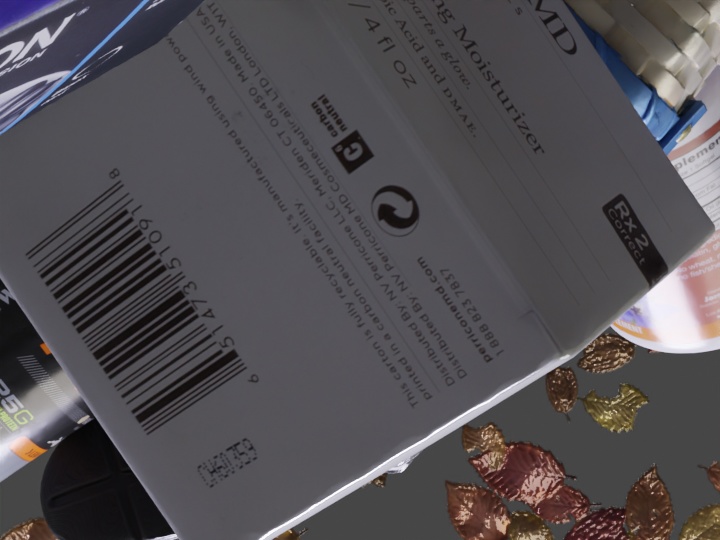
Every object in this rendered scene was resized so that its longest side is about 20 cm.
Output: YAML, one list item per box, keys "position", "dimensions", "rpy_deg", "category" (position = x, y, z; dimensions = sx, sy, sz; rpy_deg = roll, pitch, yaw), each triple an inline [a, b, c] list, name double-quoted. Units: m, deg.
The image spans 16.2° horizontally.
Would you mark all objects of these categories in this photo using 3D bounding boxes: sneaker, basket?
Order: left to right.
- position: [-0.042, 0.088, 1.180]
  dimensions: [0.200, 0.076, 0.115]
  rpy_deg: [-23, 155, 11]
  category: "sneaker"
- position: [0.066, -0.102, 1.009]
  dimensions: [0.200, 0.176, 0.139]
  rpy_deg: [-43, 171, 4]
  category: "basket"

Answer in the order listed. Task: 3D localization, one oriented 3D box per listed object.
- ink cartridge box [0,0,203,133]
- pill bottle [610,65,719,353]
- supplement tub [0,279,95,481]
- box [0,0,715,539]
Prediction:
- position: [-0.091, -0.076, 0.675]
  dimensions: [0.198, 0.043, 0.200]
  rpy_deg: [-34, 178, -36]
  category: "ink cartridge box"
- position: [0.138, -0.064, 1.199]
  dimensions: [0.112, 0.200, 0.112]
  rpy_deg: [-15, -139, 14]
  category: "pill bottle"
- position: [-0.136, 0.005, 1.133]
  dimensions: [0.200, 0.123, 0.123]
  rpy_deg: [-34, 180, 2]
  category: "supplement tub"
- position: [-0.018, -0.029, 0.930]
  dimensions: [0.200, 0.199, 0.131]
  rpy_deg: [-35, 180, 37]
  category: "box"
